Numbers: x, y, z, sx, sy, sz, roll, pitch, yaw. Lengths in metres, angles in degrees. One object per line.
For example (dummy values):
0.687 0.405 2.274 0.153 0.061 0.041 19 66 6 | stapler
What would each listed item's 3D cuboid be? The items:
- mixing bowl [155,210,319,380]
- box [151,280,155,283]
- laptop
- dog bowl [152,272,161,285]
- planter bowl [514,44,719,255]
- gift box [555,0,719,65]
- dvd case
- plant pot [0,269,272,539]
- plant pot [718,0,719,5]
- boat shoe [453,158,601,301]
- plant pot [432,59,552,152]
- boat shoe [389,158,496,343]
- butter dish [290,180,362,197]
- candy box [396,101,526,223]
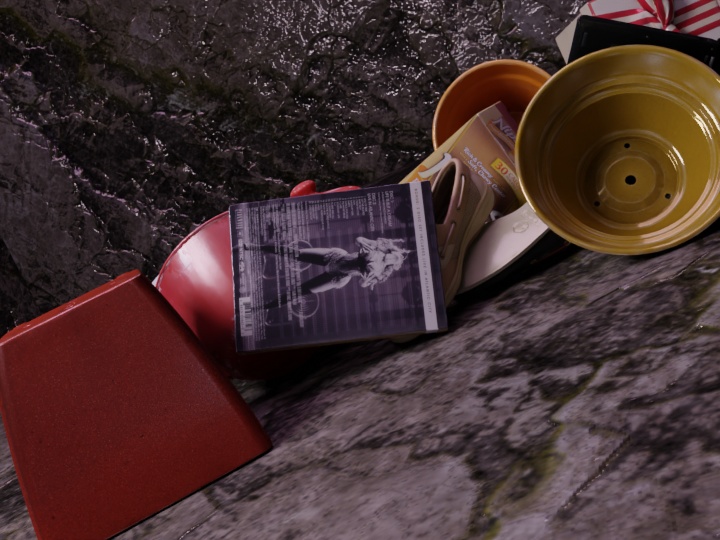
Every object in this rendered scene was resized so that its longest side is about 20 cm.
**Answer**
-0.103 0.042 0.994 0.199 0.201 0.109 -27 52 -9 | mixing bowl
-0.292 0.100 1.236 0.159 0.046 0.200 -34 -19 -42 | box
0.303 -0.178 0.955 0.199 0.188 0.116 13 45 9 | laptop
-0.162 0.037 1.144 0.200 0.079 0.200 -34 -20 -14 | dog bowl
0.246 -0.097 0.872 0.199 0.201 0.083 -24 -24 9 | planter bowl
0.376 -0.284 1.276 0.199 0.185 0.187 -30 0 -6 | gift box
-0.023 -0.004 0.908 0.199 0.150 0.016 -7 -18 4 | dvd case
-0.217 0.107 0.843 0.199 0.177 0.200 -27 9 -12 | plant pot
0.615 -0.389 1.467 0.200 0.201 0.183 -32 0 -40 | plant pot
0.168 -0.030 0.963 0.201 0.063 0.074 -38 38 3 | boat shoe
0.221 -0.194 1.425 0.199 0.201 0.183 -23 -8 13 | plant pot
0.066 -0.021 0.951 0.071 0.064 0.201 -9 47 51 | boat shoe
-0.057 -0.069 1.472 0.199 0.148 0.199 -29 -3 -19 | butter dish
0.117 -0.084 1.078 0.055 0.116 0.200 -34 -4 -43 | candy box
